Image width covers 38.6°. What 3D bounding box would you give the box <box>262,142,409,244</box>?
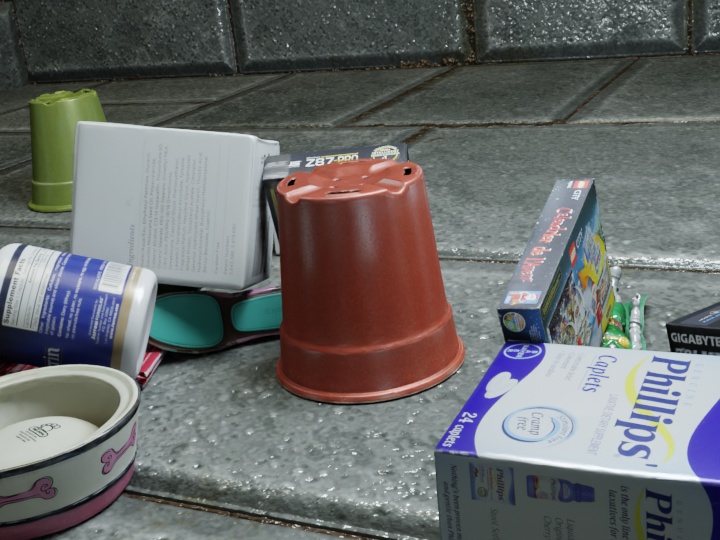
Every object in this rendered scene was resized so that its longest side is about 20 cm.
[{"bbox_3d":[-0.014,-0.043,1.164,0.159,0.202,0.049,-6,42,7],"label":"box"}]

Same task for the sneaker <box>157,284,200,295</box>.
[{"bbox_3d":[-0.290,0.016,1.274,0.197,0.080,0.089,-8,16,-4],"label":"sneaker"}]

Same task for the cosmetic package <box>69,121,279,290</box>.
[{"bbox_3d":[-0.204,-0.074,1.158,0.197,0.168,0.165,5,5,4],"label":"cosmetic package"}]

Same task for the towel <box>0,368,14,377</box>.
[{"bbox_3d":[-0.429,0.135,1.005,0.198,0.023,0.144,9,39,42],"label":"towel"}]

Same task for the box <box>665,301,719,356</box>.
[{"bbox_3d":[0.418,0.048,0.929,0.198,0.050,0.198,-16,8,-27],"label":"box"}]

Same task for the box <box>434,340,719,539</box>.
[{"bbox_3d":[0.174,0.136,0.723,0.197,0.106,0.184,3,22,24],"label":"box"}]

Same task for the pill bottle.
[{"bbox_3d":[-0.308,0.038,1.015,0.197,0.117,0.116,12,18,-6],"label":"pill bottle"}]

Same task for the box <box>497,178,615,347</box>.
[{"bbox_3d":[0.178,0.029,0.907,0.037,0.138,0.201,-1,34,28],"label":"box"}]

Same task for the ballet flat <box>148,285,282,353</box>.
[{"bbox_3d":[-0.155,0.053,1.155,0.197,0.070,0.071,-7,-2,-18],"label":"ballet flat"}]

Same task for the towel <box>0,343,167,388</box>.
[{"bbox_3d":[-0.311,0.099,1.129,0.197,0.023,0.145,-3,17,5],"label":"towel"}]

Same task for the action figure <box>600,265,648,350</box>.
[{"bbox_3d":[0.244,0.052,1.031,0.116,0.055,0.201,-1,24,7],"label":"action figure"}]

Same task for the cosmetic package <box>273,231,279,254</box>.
[{"bbox_3d":[-0.027,-0.094,1.458,0.197,0.109,0.085,-7,19,3],"label":"cosmetic package"}]

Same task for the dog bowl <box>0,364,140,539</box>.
[{"bbox_3d":[-0.281,0.154,0.877,0.197,0.075,0.200,-6,18,2],"label":"dog bowl"}]

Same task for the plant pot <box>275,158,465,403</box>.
[{"bbox_3d":[0.000,0.000,1.036,0.197,0.198,0.201,-6,19,2],"label":"plant pot"}]

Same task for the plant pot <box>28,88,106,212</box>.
[{"bbox_3d":[-0.528,-0.227,1.885,0.197,0.193,0.200,-6,19,2],"label":"plant pot"}]
